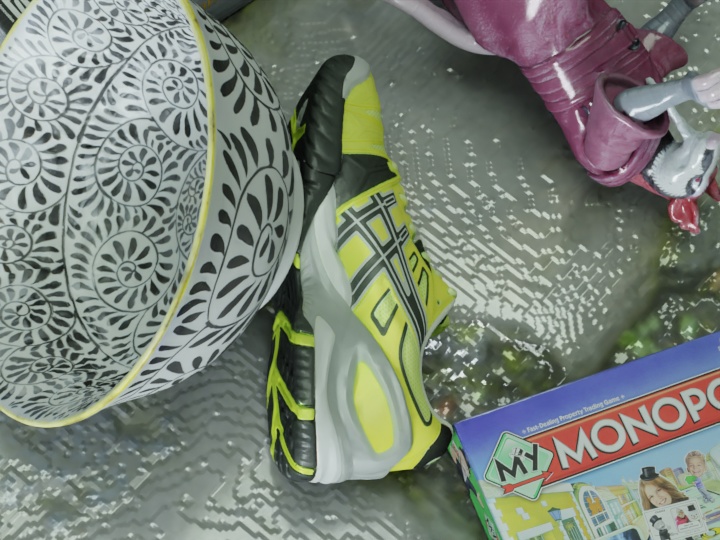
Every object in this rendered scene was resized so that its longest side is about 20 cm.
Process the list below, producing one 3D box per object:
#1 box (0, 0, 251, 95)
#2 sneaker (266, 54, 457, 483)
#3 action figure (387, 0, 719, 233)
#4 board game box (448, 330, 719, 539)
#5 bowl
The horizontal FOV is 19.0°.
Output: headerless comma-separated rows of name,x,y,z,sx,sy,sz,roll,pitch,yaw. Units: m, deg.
box,-0.145,-0.187,1.046,0.158,0.048,0.200,-36,72,-18
sneaker,0.000,0.000,0.960,0.076,0.075,0.200,6,71,-15
action figure,0.094,-0.097,0.980,0.149,0.134,0.200,-29,96,20
board game box,0.155,0.098,0.938,0.200,0.029,0.135,-19,68,-12
bowl,-0.087,-0.027,0.924,0.094,0.201,0.201,12,57,-39
